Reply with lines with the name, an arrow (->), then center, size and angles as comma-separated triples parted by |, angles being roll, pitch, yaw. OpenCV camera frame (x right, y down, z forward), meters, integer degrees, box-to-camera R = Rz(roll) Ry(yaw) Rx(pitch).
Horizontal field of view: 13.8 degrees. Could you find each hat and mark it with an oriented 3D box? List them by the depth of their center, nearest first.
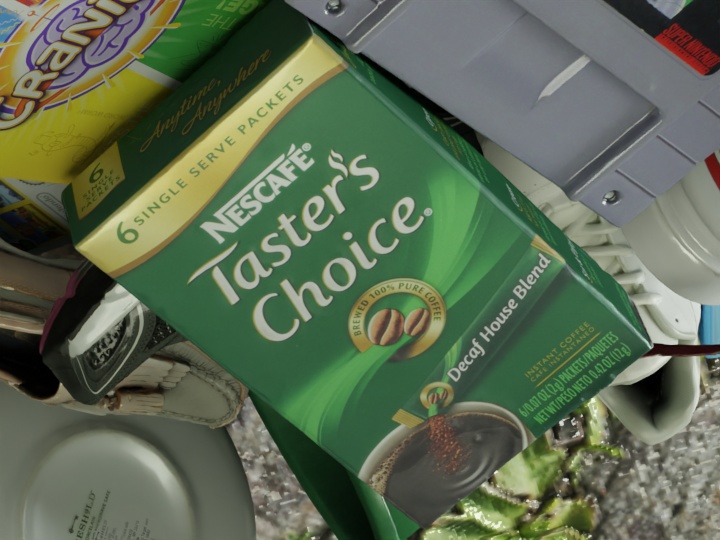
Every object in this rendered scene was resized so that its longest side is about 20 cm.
hat -> 0.051, 0.031, 1.267 | 0.176, 0.200, 0.166 | -30, 152, -11

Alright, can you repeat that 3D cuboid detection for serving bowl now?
serving bowl -> -0.122, 0.113, 1.264 | 0.200, 0.200, 0.066 | 26, 158, -29

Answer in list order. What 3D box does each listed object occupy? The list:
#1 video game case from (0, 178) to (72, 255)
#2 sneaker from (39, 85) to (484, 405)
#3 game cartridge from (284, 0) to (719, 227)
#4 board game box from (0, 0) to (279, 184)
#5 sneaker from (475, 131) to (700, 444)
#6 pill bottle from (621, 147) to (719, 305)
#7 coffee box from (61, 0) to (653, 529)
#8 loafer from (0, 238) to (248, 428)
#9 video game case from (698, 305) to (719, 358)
video game case -> -0.181, -0.057, 1.171 | 0.182, 0.023, 0.200 | -19, 146, 23
sneaker -> -0.030, -0.009, 1.158 | 0.200, 0.080, 0.086 | -39, 102, -7
game cartridge -> 0.079, -0.099, 1.064 | 0.130, 0.038, 0.200 | -37, 136, 23
board game box -> -0.095, -0.095, 1.037 | 0.200, 0.040, 0.153 | 5, 137, -50
sneaker -> 0.105, -0.003, 1.265 | 0.078, 0.099, 0.200 | -26, 131, 12
pill bottle -> 0.196, -0.064, 1.177 | 0.112, 0.112, 0.200 | 27, 140, -29
coffee box -> 0.000, 0.000, 1.098 | 0.123, 0.044, 0.200 | -39, 122, 14
loafer -> -0.136, 0.027, 1.200 | 0.200, 0.063, 0.072 | 26, 139, -21
video game case -> 0.249, -0.030, 1.322 | 0.200, 0.018, 0.143 | -8, 133, -2
